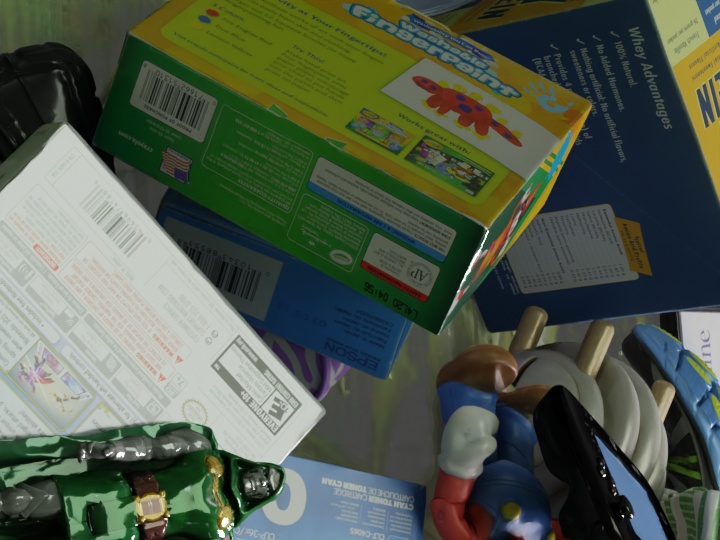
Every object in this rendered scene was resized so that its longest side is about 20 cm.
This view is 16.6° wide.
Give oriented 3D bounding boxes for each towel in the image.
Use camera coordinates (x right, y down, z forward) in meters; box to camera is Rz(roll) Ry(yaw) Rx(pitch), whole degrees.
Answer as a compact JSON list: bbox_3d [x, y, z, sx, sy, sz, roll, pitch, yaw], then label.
[{"bbox_3d":[0.185,0.205,1.497,0.023,0.200,0.153,10,83,-5],"label":"towel"}]

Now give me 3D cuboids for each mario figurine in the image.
[{"bbox_3d":[0.091,0.138,1.308,0.123,0.106,0.200,11,55,-15],"label":"mario figurine"}]

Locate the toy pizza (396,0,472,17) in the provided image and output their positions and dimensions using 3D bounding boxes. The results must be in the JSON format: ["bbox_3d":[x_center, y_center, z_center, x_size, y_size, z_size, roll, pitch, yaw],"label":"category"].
[{"bbox_3d":[0.027,-0.241,1.427,0.200,0.032,0.200,-8,120,-14],"label":"toy pizza"}]

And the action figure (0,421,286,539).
[{"bbox_3d":[-0.123,0.114,1.141,0.200,0.055,0.118,-11,90,-31],"label":"action figure"}]

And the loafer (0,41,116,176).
[{"bbox_3d":[-0.149,-0.014,1.247,0.070,0.068,0.201,-20,103,-15],"label":"loafer"}]

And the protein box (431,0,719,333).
[{"bbox_3d":[0.154,-0.086,1.491,0.135,0.200,0.199,-39,112,-45],"label":"protein box"}]

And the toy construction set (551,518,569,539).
[{"bbox_3d":[0.106,0.235,1.430,0.131,0.092,0.200,7,103,-26],"label":"toy construction set"}]

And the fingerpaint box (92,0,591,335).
[{"bbox_3d":[-0.006,-0.073,1.243,0.167,0.200,0.073,-49,165,-56],"label":"fingerpaint box"}]

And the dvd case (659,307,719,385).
[{"bbox_3d":[0.278,0.096,1.738,0.200,0.018,0.143,2,83,-48],"label":"dvd case"}]

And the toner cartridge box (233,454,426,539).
[{"bbox_3d":[-0.065,0.140,1.275,0.200,0.043,0.095,14,73,-25],"label":"toner cartridge box"}]

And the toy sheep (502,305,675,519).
[{"bbox_3d":[0.120,0.101,1.475,0.200,0.138,0.138,39,56,-44],"label":"toy sheep"}]

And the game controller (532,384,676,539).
[{"bbox_3d":[0.143,0.133,1.325,0.200,0.042,0.104,47,28,-59],"label":"game controller"}]

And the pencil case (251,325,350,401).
[{"bbox_3d":[0.000,0.000,1.399,0.200,0.084,0.086,-39,136,-43],"label":"pencil case"}]

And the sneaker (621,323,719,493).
[{"bbox_3d":[0.212,0.130,1.616,0.071,0.083,0.200,-2,69,-65],"label":"sneaker"}]

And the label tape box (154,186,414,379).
[{"bbox_3d":[-0.014,-0.049,1.333,0.144,0.063,0.200,23,43,3],"label":"label tape box"}]

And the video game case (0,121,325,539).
[{"bbox_3d":[-0.143,0.063,1.184,0.200,0.045,0.181,49,67,-17],"label":"video game case"}]
